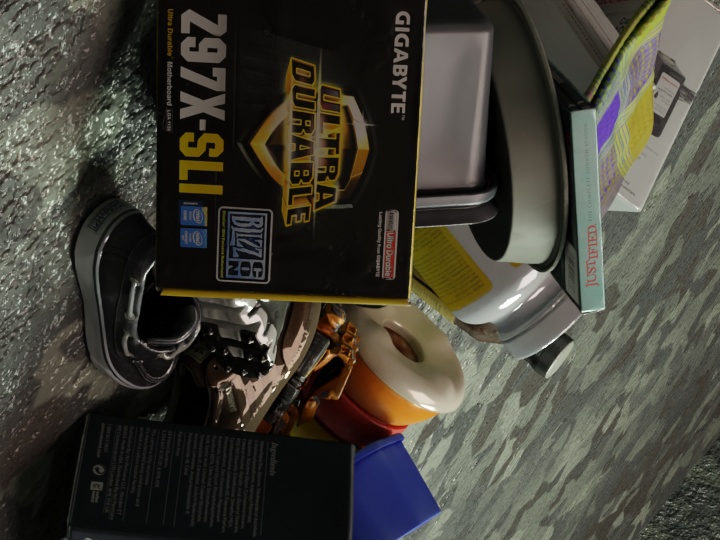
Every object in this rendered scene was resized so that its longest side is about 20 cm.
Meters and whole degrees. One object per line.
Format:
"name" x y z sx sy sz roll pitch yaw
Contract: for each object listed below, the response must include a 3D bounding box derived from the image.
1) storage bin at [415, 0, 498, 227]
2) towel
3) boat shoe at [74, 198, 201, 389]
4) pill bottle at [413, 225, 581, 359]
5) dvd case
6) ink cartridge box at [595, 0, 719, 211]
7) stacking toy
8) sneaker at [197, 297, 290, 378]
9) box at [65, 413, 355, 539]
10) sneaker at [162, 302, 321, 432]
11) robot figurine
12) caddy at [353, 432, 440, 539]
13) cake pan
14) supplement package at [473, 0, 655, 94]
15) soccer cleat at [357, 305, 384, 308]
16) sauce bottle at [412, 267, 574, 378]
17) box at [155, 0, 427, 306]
"storage bin" -0.007 -0.118 1.190 0.199 0.146 0.135 -2 122 -18
"towel" 0.194 -0.111 1.385 0.144 0.023 0.200 -56 162 -21
"boat shoe" -0.141 0.030 1.232 0.072 0.068 0.201 -47 157 -27
"pill bottle" 0.093 -0.030 1.464 0.112 0.200 0.112 -39 -173 6
"dvd case" 0.129 -0.076 1.272 0.200 0.022 0.147 -114 -164 -65
"ink cartridge box" 0.227 -0.160 1.645 0.145 0.083 0.201 5 -114 62
"stacking toy" -0.018 0.119 1.612 0.200 0.146 0.146 -46 165 23
"sneaker" -0.088 -0.015 1.299 0.201 0.066 0.091 77 30 -49
"box" -0.112 0.200 1.329 0.108 0.198 0.149 -89 -173 -45
"sneaker" -0.096 0.066 1.388 0.075 0.070 0.201 29 84 -49
"robot figurine" -0.064 0.112 1.484 0.200 0.058 0.145 -54 -174 18
"caddy" -0.019 0.195 1.510 0.141 0.105 0.200 -36 172 11
"cake pan" 0.095 -0.094 1.262 0.036 0.201 0.201 -11 145 -10
"supplement package" 0.144 -0.161 1.465 0.117 0.118 0.200 -36 171 19
"soccer cleat" 0.000 0.000 1.464 0.067 0.081 0.200 -31 153 4
"sauce bottle" 0.092 0.017 1.557 0.065 0.200 0.065 -46 164 -17
"box" -0.042 -0.082 1.093 0.049 0.158 0.201 -85 179 -69
